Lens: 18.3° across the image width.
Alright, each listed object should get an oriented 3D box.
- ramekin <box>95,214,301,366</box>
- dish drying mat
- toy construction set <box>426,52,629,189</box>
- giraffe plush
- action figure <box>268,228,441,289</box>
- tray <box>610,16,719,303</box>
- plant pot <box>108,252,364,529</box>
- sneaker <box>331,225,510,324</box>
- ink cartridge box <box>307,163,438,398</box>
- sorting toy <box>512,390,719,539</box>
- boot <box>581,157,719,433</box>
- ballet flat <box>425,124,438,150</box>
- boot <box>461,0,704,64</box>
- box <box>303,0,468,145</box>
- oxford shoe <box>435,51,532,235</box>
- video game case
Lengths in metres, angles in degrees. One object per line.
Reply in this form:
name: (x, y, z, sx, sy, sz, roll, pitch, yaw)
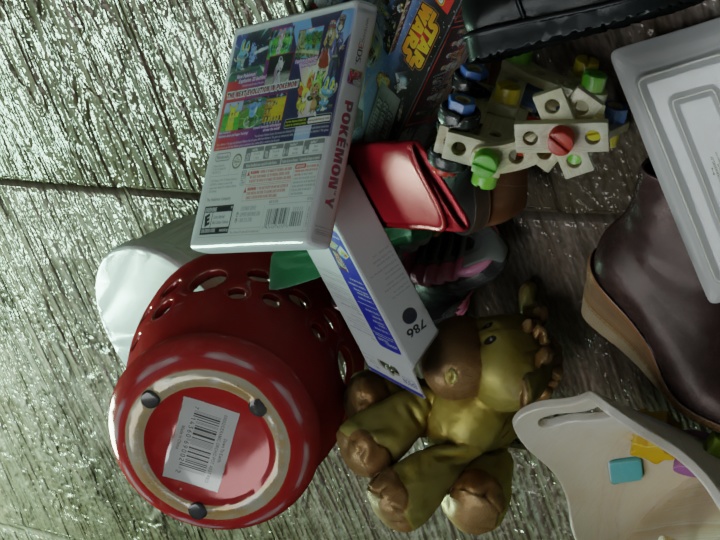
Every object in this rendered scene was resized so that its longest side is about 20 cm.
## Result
ramekin: (-0.140, 0.041, 2.045, 0.202, 0.094, 0.203, 27, 138, 27)
dish drying mat: (0.020, -0.061, 1.637, 0.077, 0.018, 0.200, 58, 165, -13)
toy construction set: (0.120, -0.100, 1.543, 0.131, 0.200, 0.092, 15, 104, 4)
giraffe plush: (0.093, 0.100, 1.791, 0.173, 0.199, 0.162, 60, 146, 30)
action figure: (0.020, -0.036, 1.799, 0.055, 0.118, 0.200, 40, 149, -28)
tray: (0.252, -0.072, 1.543, 0.107, 0.022, 0.201, -15, 107, 29)
plant pot: (-0.105, 0.106, 1.869, 0.200, 0.183, 0.201, 3, 115, 6)
sneaker: (0.066, 0.010, 1.833, 0.095, 0.079, 0.200, 38, 150, -24)
ink cartridge box: (0.000, 0.000, 1.720, 0.099, 0.039, 0.200, 24, 145, 59)
sorting toy: (0.213, 0.147, 1.694, 0.180, 0.107, 0.200, 33, 155, -24)
boot: (0.259, 0.025, 1.626, 0.200, 0.072, 0.167, 34, 138, 12)
ballet flat: (0.005, -0.108, 1.783, 0.199, 0.073, 0.073, -4, 120, 36)
boot: (0.136, -0.237, 1.502, 0.198, 0.073, 0.163, -13, 90, 17)
box: (0.021, -0.184, 1.658, 0.137, 0.040, 0.200, 54, 140, 26)
oxford shoe: (0.095, -0.131, 1.671, 0.071, 0.071, 0.201, 29, 127, 53)
video game case: (-0.060, -0.104, 1.678, 0.023, 0.183, 0.200, 15, 172, -28)
